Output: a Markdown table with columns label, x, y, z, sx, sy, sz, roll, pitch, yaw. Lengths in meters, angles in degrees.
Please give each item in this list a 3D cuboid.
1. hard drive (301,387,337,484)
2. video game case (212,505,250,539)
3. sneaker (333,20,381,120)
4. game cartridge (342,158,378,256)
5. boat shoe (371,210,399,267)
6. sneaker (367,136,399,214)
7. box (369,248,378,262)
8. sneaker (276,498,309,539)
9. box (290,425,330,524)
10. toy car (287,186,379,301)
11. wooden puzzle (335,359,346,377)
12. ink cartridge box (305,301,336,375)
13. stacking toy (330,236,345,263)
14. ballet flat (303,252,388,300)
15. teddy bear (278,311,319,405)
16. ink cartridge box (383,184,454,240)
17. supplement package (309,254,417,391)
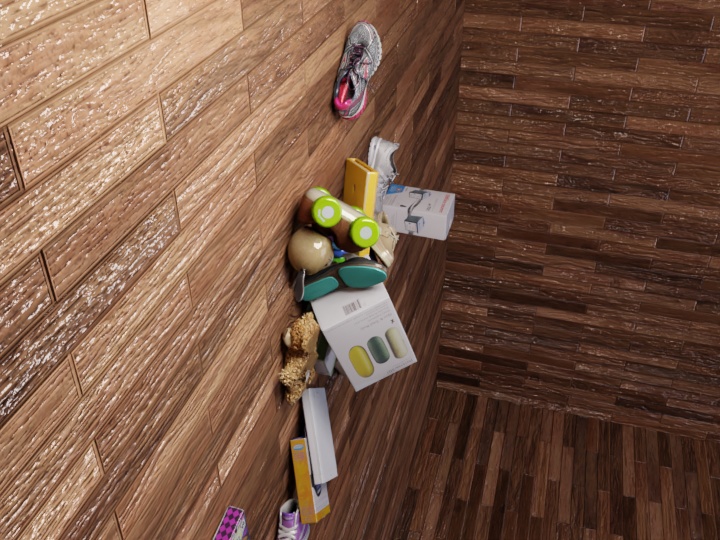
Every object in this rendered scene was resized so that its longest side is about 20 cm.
| label | x | y | z | sx | sy | sz | roll | pitch | yaw |
| --- | --- | --- | --- | --- | --- | --- | --- | --- | --- |
| hard drive | -0.091 | 0.365 | 1.665 | 0.132 | 0.026 | 0.203 | 34 | 46 | -76 |
| video game case | -0.240 | 0.541 | 1.272 | 0.201 | 0.035 | 0.183 | -67 | 162 | -47 |
| sneaker | -0.007 | -0.415 | 1.535 | 0.075 | 0.080 | 0.203 | 13 | 86 | -75 |
| game cartridge | -0.005 | -0.135 | 1.655 | 0.176 | 0.032 | 0.203 | -131 | -137 | -66 |
| boat shoe | 0.051 | -0.077 | 1.677 | 0.072 | 0.065 | 0.201 | 55 | 9 | -28 |
| sneaker | 0.057 | -0.239 | 1.920 | 0.075 | 0.081 | 0.203 | -51 | 148 | -65 |
| box | 0.000 | 0.000 | 1.702 | 0.201 | 0.032 | 0.122 | -111 | -145 | -54 |
| sneaker | -0.161 | 0.578 | 1.582 | 0.201 | 0.072 | 0.115 | -79 | 166 | -55 |
| box | -0.112 | 0.446 | 1.650 | 0.119 | 0.041 | 0.203 | 32 | 47 | -76 |
| toy car | -0.072 | -0.038 | 1.400 | 0.202 | 0.156 | 0.164 | -61 | -166 | 7 |
| wooden puzzle | -0.031 | 0.159 | 1.904 | 0.185 | 0.046 | 0.202 | 61 | 45 | -69 |
| ink cartridge box | -0.081 | 0.131 | 1.658 | 0.201 | 0.047 | 0.147 | 78 | 25 | -63 |
| stacking toy | -0.048 | -0.033 | 1.629 | 0.086 | 0.084 | 0.202 | -64 | 162 | -51 |
| ballet flat | -0.038 | 0.002 | 1.463 | 0.069 | 0.198 | 0.068 | -84 | 153 | -42 |
| teddy bear | -0.127 | 0.176 | 1.484 | 0.201 | 0.066 | 0.146 | 91 | 23 | -56 |
| ink cartridge box | 0.165 | -0.171 | 2.169 | 0.147 | 0.197 | 0.087 | -63 | 158 | -54 |
| supplement package | 0.002 | 0.110 | 1.552 | 0.151 | 0.150 | 0.201 | -116 | -179 | -50 |
